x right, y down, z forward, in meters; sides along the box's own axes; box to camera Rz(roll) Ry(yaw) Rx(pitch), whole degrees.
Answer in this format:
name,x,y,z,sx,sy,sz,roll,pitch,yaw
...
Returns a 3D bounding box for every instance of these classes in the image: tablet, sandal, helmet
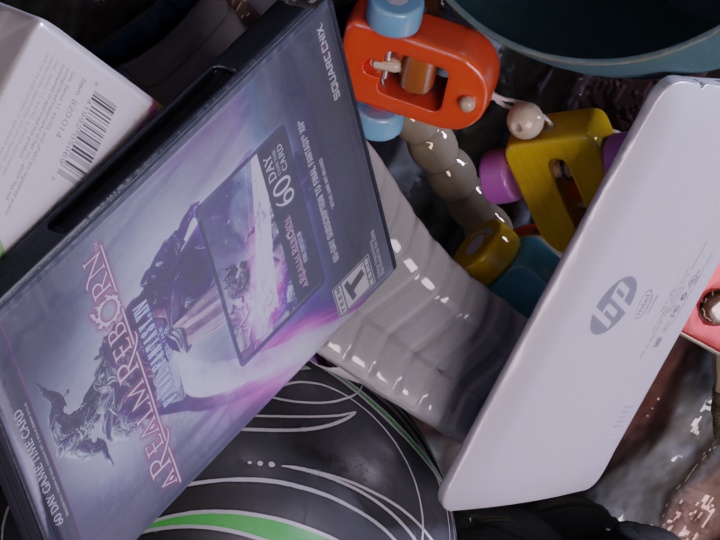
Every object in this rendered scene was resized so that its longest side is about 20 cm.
name,x,y,z,sx,sy,sz,roll,pitch,yaw
tablet,0.109,0.011,1.188,0.130,0.014,0.201,-2,123,-56
sandal,-0.004,0.006,1.191,0.203,0.050,0.083,46,68,-20
helmet,-0.061,0.111,1.234,0.190,0.200,0.200,-34,127,8

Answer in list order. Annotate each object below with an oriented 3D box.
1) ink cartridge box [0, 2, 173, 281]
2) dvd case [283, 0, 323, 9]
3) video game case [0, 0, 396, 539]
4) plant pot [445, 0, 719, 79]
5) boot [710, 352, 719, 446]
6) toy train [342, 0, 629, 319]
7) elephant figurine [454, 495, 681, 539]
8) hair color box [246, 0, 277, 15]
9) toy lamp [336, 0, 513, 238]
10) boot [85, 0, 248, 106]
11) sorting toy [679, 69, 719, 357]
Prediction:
name,x,y,z,sx,sy,sz,roll,pitch,yaw
ink cartridge box,-0.111,-0.012,1.066,0.200,0.067,0.117,37,77,-56
dvd case,-0.102,-0.177,1.028,0.199,0.022,0.147,6,87,-13
video game case,-0.064,0.008,1.066,0.200,0.019,0.143,-47,141,-30
plant pot,0.130,-0.163,1.177,0.200,0.200,0.135,-50,152,9
boot,0.249,-0.002,1.376,0.199,0.073,0.156,-18,120,-9
toy train,0.046,-0.038,1.214,0.150,0.056,0.200,15,135,10
elephant figurine,0.079,0.216,1.386,0.141,0.155,0.201,-7,114,-47
hair color box,-0.061,-0.197,1.098,0.109,0.065,0.200,-44,112,4
toy lamp,0.045,-0.032,1.279,0.058,0.058,0.200,-38,126,0
boot,-0.118,-0.035,1.202,0.200,0.074,0.096,-41,121,-8
sorting toy,0.236,-0.024,1.283,0.200,0.070,0.199,28,106,-20
